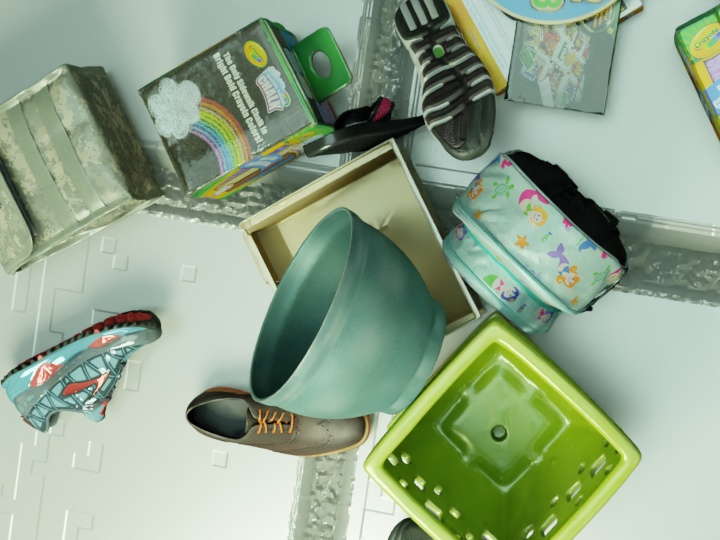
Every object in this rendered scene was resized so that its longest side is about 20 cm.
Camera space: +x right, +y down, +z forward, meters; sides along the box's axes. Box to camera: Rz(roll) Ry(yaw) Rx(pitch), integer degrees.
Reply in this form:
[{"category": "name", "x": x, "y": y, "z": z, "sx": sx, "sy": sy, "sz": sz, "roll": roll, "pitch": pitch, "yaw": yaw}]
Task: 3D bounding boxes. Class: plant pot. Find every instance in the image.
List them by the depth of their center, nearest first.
[{"category": "plant pot", "x": -0.002, "y": 0.059, "z": 1.562, "sx": 0.133, "sy": 0.200, "sz": 0.202, "roll": 26, "pitch": 98, "yaw": -16}, {"category": "plant pot", "x": 0.139, "y": 0.168, "z": 1.614, "sx": 0.199, "sy": 0.182, "sz": 0.200, "roll": 42, "pitch": 99, "yaw": -3}]

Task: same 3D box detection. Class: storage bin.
[{"category": "storage bin", "x": 0.000, "y": 0.000, "z": 1.689, "sx": 0.197, "sy": 0.094, "sz": 0.201, "roll": -27, "pitch": 87, "yaw": 11}]

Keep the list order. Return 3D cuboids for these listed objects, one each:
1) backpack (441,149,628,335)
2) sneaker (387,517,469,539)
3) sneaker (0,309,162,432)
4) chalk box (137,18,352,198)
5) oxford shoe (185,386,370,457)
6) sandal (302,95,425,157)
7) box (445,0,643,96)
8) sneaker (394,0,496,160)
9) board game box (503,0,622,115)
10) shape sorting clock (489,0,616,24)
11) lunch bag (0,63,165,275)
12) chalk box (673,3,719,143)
[{"category": "backpack", "x": 0.170, "y": -0.029, "z": 1.594, "sx": 0.178, "sy": 0.200, "sz": 0.151, "roll": 45, "pitch": 95, "yaw": 6}, {"category": "sneaker", "x": 0.086, "y": 0.339, "z": 1.704, "sx": 0.099, "sy": 0.070, "sz": 0.202, "roll": 17, "pitch": 129, "yaw": 50}, {"category": "sneaker", "x": -0.288, "y": 0.112, "z": 1.772, "sx": 0.199, "sy": 0.079, "sz": 0.096, "roll": -26, "pitch": 96, "yaw": 20}, {"category": "chalk box", "x": -0.103, "y": -0.175, "z": 1.683, "sx": 0.199, "sy": 0.124, "sz": 0.126, "roll": -27, "pitch": 86, "yaw": 10}, {"category": "oxford shoe", "x": -0.089, "y": 0.164, "z": 1.724, "sx": 0.198, "sy": 0.073, "sz": 0.072, "roll": 2, "pitch": 92, "yaw": 11}, {"category": "sandal", "x": 0.004, "y": -0.148, "z": 1.629, "sx": 0.075, "sy": 0.200, "sz": 0.045, "roll": -24, "pitch": 86, "yaw": 29}, {"category": "box", "x": 0.195, "y": -0.280, "z": 1.667, "sx": 0.199, "sy": 0.041, "sz": 0.120, "roll": -29, "pitch": 86, "yaw": 9}, {"category": "sneaker", "x": 0.102, "y": -0.179, "z": 1.643, "sx": 0.075, "sy": 0.116, "sz": 0.202, "roll": -22, "pitch": 60, "yaw": 11}, {"category": "board game box", "x": 0.210, "y": -0.263, "z": 1.633, "sx": 0.104, "sy": 0.023, "sz": 0.202, "roll": 10, "pitch": 94, "yaw": 12}, {"category": "shape sorting clock", "x": 0.191, "y": -0.344, "z": 1.603, "sx": 0.198, "sy": 0.039, "sz": 0.202, "roll": 0, "pitch": 92, "yaw": 10}, {"category": "lunch bag", "x": -0.340, "y": -0.105, "z": 1.747, "sx": 0.199, "sy": 0.117, "sz": 0.165, "roll": -27, "pitch": 87, "yaw": 17}, {"category": "chalk box", "x": 0.381, "y": -0.207, "z": 1.588, "sx": 0.123, "sy": 0.125, "sz": 0.202, "roll": -26, "pitch": 86, "yaw": 11}]
